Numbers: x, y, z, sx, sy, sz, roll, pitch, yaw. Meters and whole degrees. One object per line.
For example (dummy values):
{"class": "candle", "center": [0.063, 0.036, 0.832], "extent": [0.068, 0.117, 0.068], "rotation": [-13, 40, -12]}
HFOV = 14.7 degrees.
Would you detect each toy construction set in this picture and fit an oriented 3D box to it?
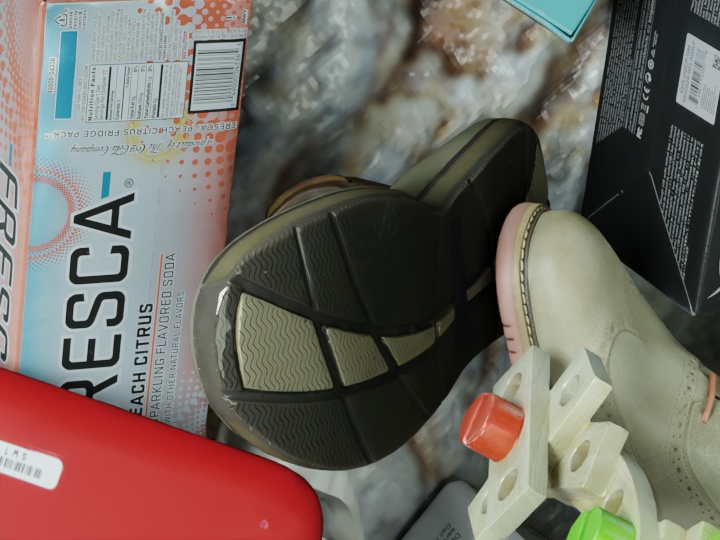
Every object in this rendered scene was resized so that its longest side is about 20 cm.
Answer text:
{"class": "toy construction set", "center": [0.122, 0.088, 0.793], "extent": [0.200, 0.131, 0.092], "rotation": [20, 145, -6]}

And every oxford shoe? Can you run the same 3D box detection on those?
{"class": "oxford shoe", "center": [0.110, 0.052, 0.877], "extent": [0.200, 0.074, 0.071], "rotation": [54, 38, -29]}

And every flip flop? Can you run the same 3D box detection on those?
{"class": "flip flop", "center": [0.000, 0.000, 0.821], "extent": [0.200, 0.058, 0.081], "rotation": [-36, 129, -59]}

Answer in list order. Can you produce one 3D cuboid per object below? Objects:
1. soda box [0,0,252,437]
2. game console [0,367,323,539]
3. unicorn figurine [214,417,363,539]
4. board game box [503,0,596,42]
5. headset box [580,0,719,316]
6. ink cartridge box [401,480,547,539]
{"class": "soda box", "center": [-0.081, 0.002, 0.805], "extent": [0.064, 0.068, 0.200], "rotation": [-4, 116, -25]}
{"class": "game console", "center": [-0.132, 0.111, 0.798], "extent": [0.200, 0.119, 0.173], "rotation": [19, 82, -7]}
{"class": "unicorn figurine", "center": [-0.026, 0.086, 0.858], "extent": [0.200, 0.137, 0.074], "rotation": [-40, 139, 12]}
{"class": "board game box", "center": [0.053, -0.187, 0.798], "extent": [0.151, 0.047, 0.200], "rotation": [27, 99, -37]}
{"class": "headset box", "center": [0.183, -0.075, 0.912], "extent": [0.200, 0.077, 0.149], "rotation": [-7, 117, -28]}
{"class": "ink cartridge box", "center": [0.055, 0.183, 0.893], "extent": [0.084, 0.200, 0.145], "rotation": [37, 93, -37]}
